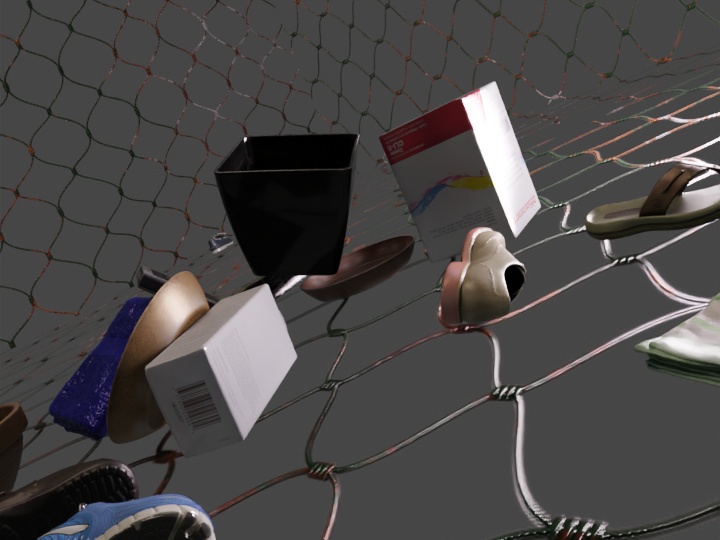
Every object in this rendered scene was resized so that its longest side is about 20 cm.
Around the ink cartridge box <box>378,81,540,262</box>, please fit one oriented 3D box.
[{"bbox_3d":[0.148,-0.140,0.969,0.143,0.203,0.145,-18,11,35],"label":"ink cartridge box"}]

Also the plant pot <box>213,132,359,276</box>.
[{"bbox_3d":[-0.102,-0.100,1.046,0.195,0.181,0.200,0,25,3],"label":"plant pot"}]

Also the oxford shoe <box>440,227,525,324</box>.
[{"bbox_3d":[0.138,0.007,0.702,0.072,0.072,0.200,4,24,19],"label":"oxford shoe"}]

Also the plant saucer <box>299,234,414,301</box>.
[{"bbox_3d":[0.000,0.000,1.056,0.197,0.035,0.200,-23,10,4],"label":"plant saucer"}]

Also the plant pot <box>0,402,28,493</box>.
[{"bbox_3d":[-0.451,0.237,0.732,0.197,0.094,0.201,-24,12,5],"label":"plant pot"}]

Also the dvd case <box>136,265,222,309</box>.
[{"bbox_3d":[-0.220,0.047,0.950,0.025,0.197,0.150,-65,19,-5],"label":"dvd case"}]

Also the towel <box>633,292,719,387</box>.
[{"bbox_3d":[0.290,0.017,0.412,0.197,0.024,0.152,-28,13,-20],"label":"towel"}]

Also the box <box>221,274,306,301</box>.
[{"bbox_3d":[-0.158,0.026,1.160,0.191,0.048,0.200,-25,8,38],"label":"box"}]

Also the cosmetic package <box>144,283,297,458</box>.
[{"bbox_3d":[-0.139,0.098,0.717,0.073,0.104,0.200,-18,11,14],"label":"cosmetic package"}]

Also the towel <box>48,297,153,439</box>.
[{"bbox_3d":[-0.331,0.123,0.904,0.146,0.050,0.202,-8,47,46],"label":"towel"}]

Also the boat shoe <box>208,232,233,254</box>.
[{"bbox_3d":[-0.558,-0.114,2.649,0.074,0.063,0.200,-23,11,13],"label":"boat shoe"}]

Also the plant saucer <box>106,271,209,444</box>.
[{"bbox_3d":[-0.215,0.103,0.753,0.035,0.204,0.200,19,19,5],"label":"plant saucer"}]

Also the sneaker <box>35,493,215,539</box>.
[{"bbox_3d":[-0.189,0.204,0.433,0.196,0.080,0.089,-18,2,-13],"label":"sneaker"}]

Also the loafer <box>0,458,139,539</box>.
[{"bbox_3d":[-0.283,0.219,0.559,0.196,0.075,0.071,-19,4,-20],"label":"loafer"}]

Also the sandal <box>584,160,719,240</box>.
[{"bbox_3d":[0.322,-0.079,0.697,0.199,0.058,0.079,-13,15,44],"label":"sandal"}]
